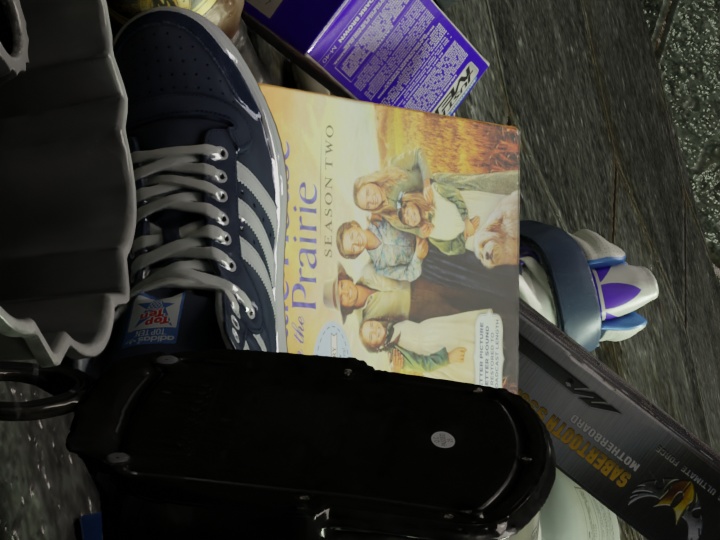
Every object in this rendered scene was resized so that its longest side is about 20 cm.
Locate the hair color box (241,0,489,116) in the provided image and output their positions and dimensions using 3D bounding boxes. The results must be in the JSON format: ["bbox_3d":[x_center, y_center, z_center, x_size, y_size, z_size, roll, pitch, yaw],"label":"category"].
[{"bbox_3d":[-0.019,-0.126,1.237,0.109,0.065,0.200,38,0,18],"label":"hair color box"}]

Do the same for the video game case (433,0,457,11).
[{"bbox_3d":[-0.038,-0.225,1.229,0.200,0.025,0.181,48,-1,26],"label":"video game case"}]

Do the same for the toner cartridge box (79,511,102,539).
[{"bbox_3d":[-0.027,0.111,1.023,0.200,0.095,0.043,27,51,-73],"label":"toner cartridge box"}]

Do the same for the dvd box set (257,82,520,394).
[{"bbox_3d":[0.000,0.000,1.149,0.200,0.029,0.147,6,83,-51],"label":"dvd box set"}]

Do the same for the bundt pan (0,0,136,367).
[{"bbox_3d":[-0.135,-0.064,0.768,0.202,0.075,0.203,-12,90,-77],"label":"bundt pan"}]

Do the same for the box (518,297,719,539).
[{"bbox_3d":[0.101,0.064,1.309,0.200,0.048,0.158,38,3,4],"label":"box"}]

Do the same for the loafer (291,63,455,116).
[{"bbox_3d":[0.019,-0.087,1.461,0.200,0.068,0.076,-4,81,-77],"label":"loafer"}]

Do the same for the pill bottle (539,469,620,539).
[{"bbox_3d":[0.057,0.133,1.311,0.200,0.114,0.115,25,53,-74],"label":"pill bottle"}]

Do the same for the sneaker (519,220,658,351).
[{"bbox_3d":[0.089,0.017,1.483,0.200,0.146,0.081,-29,106,-77],"label":"sneaker"}]

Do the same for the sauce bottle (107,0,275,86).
[{"bbox_3d":[-0.083,-0.134,1.081,0.065,0.064,0.200,-90,160,-44],"label":"sauce bottle"}]

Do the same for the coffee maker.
[{"bbox_3d":[-0.037,0.134,0.853,0.135,0.192,0.201,-28,128,-55],"label":"coffee maker"}]

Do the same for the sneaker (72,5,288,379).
[{"bbox_3d":[-0.069,-0.008,1.009,0.108,0.070,0.201,20,61,-77],"label":"sneaker"}]
